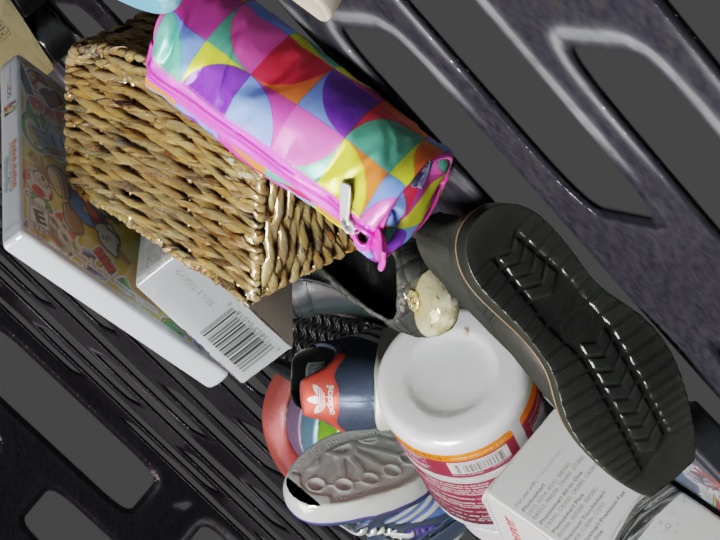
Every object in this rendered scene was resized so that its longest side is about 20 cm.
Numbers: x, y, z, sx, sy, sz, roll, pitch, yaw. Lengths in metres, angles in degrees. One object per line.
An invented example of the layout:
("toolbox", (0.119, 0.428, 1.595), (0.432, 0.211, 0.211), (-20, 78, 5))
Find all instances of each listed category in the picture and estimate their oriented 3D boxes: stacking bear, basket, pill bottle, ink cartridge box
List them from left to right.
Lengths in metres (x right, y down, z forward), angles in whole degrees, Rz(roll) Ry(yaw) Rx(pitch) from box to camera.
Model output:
("ink cartridge box", (-0.100, -0.021, 1.652), (0.109, 0.050, 0.200), (45, -160, -25))
("basket", (-0.079, -0.096, 1.534), (0.200, 0.149, 0.143), (32, 132, 35))
("stacking bear", (0.023, 0.136, 1.948), (0.199, 0.122, 0.114), (15, 161, 44))
("pill bottle", (0.087, 0.116, 1.659), (0.109, 0.110, 0.200), (33, 165, 30))
("ink cartridge box", (0.190, 0.196, 1.568), (0.200, 0.084, 0.146), (36, 167, 24))

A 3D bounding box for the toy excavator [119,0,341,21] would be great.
("toy excavator", (-0.099, -0.183, 1.261), (0.199, 0.100, 0.194), (28, 170, -1))

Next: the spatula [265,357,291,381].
("spatula", (-0.080, 0.053, 1.739), (0.200, 0.021, 0.057), (36, -170, -39))

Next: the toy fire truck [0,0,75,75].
("toy fire truck", (-0.334, -0.223, 1.764), (0.200, 0.129, 0.176), (47, 173, 29))

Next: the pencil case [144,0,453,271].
("pencil case", (-0.037, -0.089, 1.383), (0.200, 0.088, 0.088), (38, 167, 15))

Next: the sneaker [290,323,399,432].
("sneaker", (-0.008, 0.074, 1.746), (0.084, 0.075, 0.200), (-2, -176, 3))

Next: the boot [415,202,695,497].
("boot", (0.115, 0.039, 1.424), (0.201, 0.077, 0.138), (57, 169, -11))

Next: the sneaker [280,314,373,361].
("sneaker", (-0.090, 0.036, 1.897), (0.199, 0.070, 0.090), (18, 178, -15))

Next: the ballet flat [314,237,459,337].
("ballet flat", (0.000, 0.000, 1.604), (0.057, 0.067, 0.200), (-2, -161, -36))

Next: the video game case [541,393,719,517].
("video game case", (0.228, 0.147, 1.542), (0.200, 0.026, 0.181), (45, 167, -19))

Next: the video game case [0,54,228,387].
("video game case", (-0.170, -0.035, 1.626), (0.200, 0.023, 0.183), (37, -151, -36))

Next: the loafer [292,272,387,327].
("loafer", (-0.052, 0.010, 1.745), (0.200, 0.071, 0.068), (19, 158, 23))

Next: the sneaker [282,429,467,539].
("sneaker", (0.017, 0.188, 1.788), (0.080, 0.199, 0.147), (37, 132, 33))
